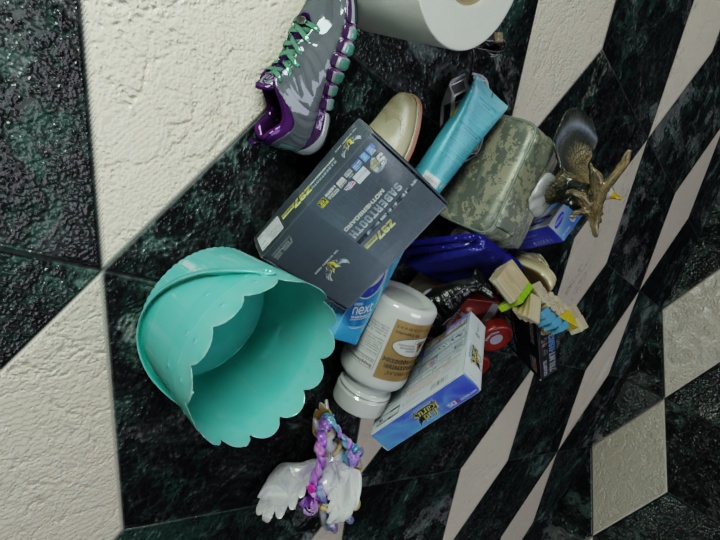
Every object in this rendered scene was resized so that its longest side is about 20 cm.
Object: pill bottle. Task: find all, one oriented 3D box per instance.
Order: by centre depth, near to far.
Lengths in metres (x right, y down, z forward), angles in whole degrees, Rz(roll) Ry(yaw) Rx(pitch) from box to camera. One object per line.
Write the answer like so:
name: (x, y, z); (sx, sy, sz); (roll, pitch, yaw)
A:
pill bottle: (0.032, 0.125, 0.932); (0.114, 0.114, 0.201); (1, 117, -50)

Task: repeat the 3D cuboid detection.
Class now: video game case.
video game case: (0.115, 0.179, 0.976); (0.200, 0.045, 0.182); (-40, -168, 27)

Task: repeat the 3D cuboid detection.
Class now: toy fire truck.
toy fire truck: (0.166, 0.112, 1.092); (0.167, 0.113, 0.201); (9, 128, -25)

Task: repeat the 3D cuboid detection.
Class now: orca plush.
orca plush: (0.126, 0.081, 0.976); (0.199, 0.071, 0.106); (-20, 119, 14)

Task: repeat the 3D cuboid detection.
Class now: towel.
towel: (0.174, -0.021, 0.999); (0.200, 0.147, 0.050); (20, 62, -57)

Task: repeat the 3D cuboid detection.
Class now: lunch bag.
lunch bag: (0.238, -0.138, 0.986); (0.167, 0.139, 0.201); (17, 98, -46)

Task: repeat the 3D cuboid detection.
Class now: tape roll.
tape roll: (0.075, -0.359, 0.654); (0.202, 0.139, 0.204); (-28, 132, -36)

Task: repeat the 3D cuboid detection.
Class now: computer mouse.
computer mouse: (0.151, -0.257, 0.882); (0.109, 0.044, 0.201); (-11, 129, -18)

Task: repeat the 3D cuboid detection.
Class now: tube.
tube: (0.134, -0.180, 0.876); (0.077, 0.050, 0.200); (27, 105, -40)

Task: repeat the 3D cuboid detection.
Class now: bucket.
bucket: (-0.143, 0.079, 0.679); (0.206, 0.134, 0.209); (-28, 132, -36)

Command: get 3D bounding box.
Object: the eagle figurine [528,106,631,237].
eagle figurine: (0.321, -0.136, 0.889); (0.151, 0.201, 0.151); (-36, 118, 19)

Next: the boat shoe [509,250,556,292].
boat shoe: (0.315, -0.006, 1.104); (0.065, 0.200, 0.072); (-32, 100, -4)

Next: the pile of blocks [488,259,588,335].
pile of blocks: (0.277, 0.064, 0.967); (0.199, 0.062, 0.083); (31, 55, -17)

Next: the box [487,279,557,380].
box: (0.298, 0.086, 1.153); (0.049, 0.199, 0.201); (-31, 138, -7)

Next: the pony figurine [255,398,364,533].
pony figurine: (-0.057, 0.337, 0.963); (0.194, 0.165, 0.201); (-72, 154, -44)

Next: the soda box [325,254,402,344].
soda box: (0.000, 0.000, 0.855); (0.064, 0.068, 0.201); (23, 94, -53)

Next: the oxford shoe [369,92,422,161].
oxford shoe: (0.012, -0.151, 0.772); (0.075, 0.070, 0.201); (30, 89, -51)

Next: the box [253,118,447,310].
box: (-0.010, -0.062, 0.743); (0.200, 0.051, 0.157); (-46, 130, 11)

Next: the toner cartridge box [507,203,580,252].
toner cartridge box: (0.325, -0.089, 1.095); (0.043, 0.200, 0.095); (41, 75, -10)

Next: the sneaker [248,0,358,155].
sneaker: (-0.064, -0.223, 0.636); (0.087, 0.074, 0.201); (-6, 118, -42)
